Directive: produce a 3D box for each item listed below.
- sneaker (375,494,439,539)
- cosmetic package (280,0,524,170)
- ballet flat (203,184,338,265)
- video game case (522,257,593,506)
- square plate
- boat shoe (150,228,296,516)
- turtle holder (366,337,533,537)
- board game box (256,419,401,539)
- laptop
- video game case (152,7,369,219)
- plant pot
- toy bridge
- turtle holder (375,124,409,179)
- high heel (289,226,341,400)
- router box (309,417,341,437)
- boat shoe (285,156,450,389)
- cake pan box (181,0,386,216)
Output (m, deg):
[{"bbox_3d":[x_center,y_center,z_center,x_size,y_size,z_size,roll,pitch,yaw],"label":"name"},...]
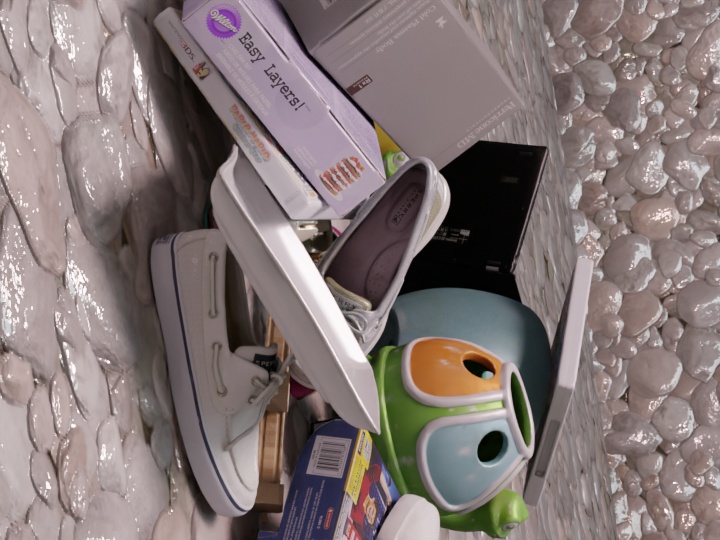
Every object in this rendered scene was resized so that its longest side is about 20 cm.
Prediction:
[{"bbox_3d":[0.058,0.252,1.324,0.201,0.115,0.074,-68,152,-44],"label":"sneaker"},{"bbox_3d":[0.034,-0.173,1.421,0.200,0.107,0.090,41,16,-47],"label":"cosmetic package"},{"bbox_3d":[-0.061,-0.034,1.439,0.200,0.071,0.070,21,63,-73],"label":"ballet flat"},{"bbox_3d":[0.180,0.104,1.650,0.201,0.018,0.144,98,5,-52],"label":"video game case"},{"bbox_3d":[-0.048,0.011,1.243,0.201,0.028,0.198,59,3,-8],"label":"square plate"},{"bbox_3d":[-0.082,0.068,1.253,0.075,0.085,0.204,-19,98,-75],"label":"boat shoe"},{"bbox_3d":[0.075,0.146,1.482,0.141,0.131,0.187,-31,107,-74],"label":"turtle holder"},{"bbox_3d":[-0.023,0.244,1.353,0.200,0.061,0.201,68,32,-54],"label":"board game box"},{"bbox_3d":[0.102,-0.016,1.777,0.116,0.186,0.201,33,71,-52],"label":"laptop"},{"bbox_3d":[-0.070,-0.118,1.401,0.183,0.023,0.200,54,13,7],"label":"video game case"},{"bbox_3d":[0.057,0.098,1.640,0.134,0.200,0.201,25,47,-30],"label":"plant pot"},{"bbox_3d":[-0.066,0.094,1.380,0.067,0.027,0.202,101,-7,-71],"label":"toy bridge"},{"bbox_3d":[0.020,-0.154,1.715,0.186,0.131,0.142,-59,138,-69],"label":"turtle holder"},{"bbox_3d":[-0.045,0.029,1.518,0.096,0.067,0.200,55,21,-16],"label":"high heel"},{"bbox_3d":[0.010,0.244,1.557,0.200,0.052,0.158,62,23,-48],"label":"router box"},{"bbox_3d":[0.002,0.000,1.425,0.203,0.074,0.065,-55,167,-3],"label":"boat shoe"},{"bbox_3d":[-0.060,-0.156,1.371,0.200,0.052,0.184,50,10,-21],"label":"cake pan box"}]
